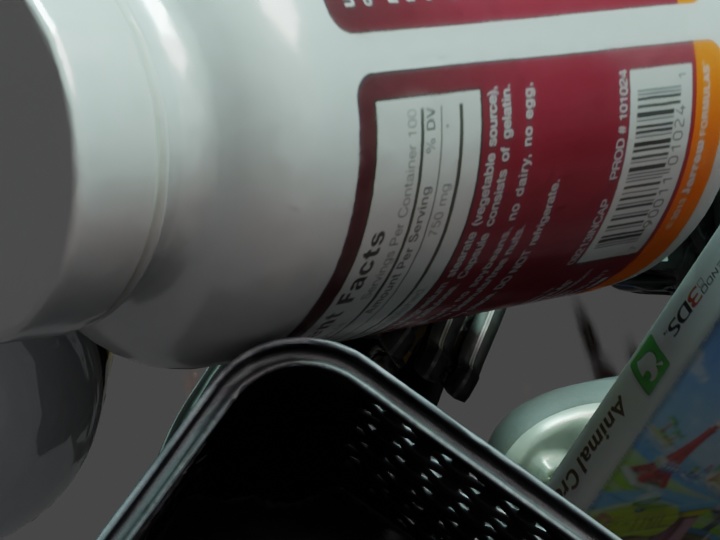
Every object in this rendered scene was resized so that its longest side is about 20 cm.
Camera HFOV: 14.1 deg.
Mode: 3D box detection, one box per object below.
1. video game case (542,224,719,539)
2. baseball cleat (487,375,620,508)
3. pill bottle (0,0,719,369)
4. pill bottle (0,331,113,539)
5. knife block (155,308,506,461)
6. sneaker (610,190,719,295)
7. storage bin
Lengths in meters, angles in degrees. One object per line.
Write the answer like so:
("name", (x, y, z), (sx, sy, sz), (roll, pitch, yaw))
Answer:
("video game case", (0.137, 0.055, 0.812), (0.199, 0.182, 0.022), (4, 40, -37))
("baseball cleat", (0.100, 0.054, 0.909), (0.199, 0.070, 0.106), (10, 24, -39))
("pill bottle", (-0.013, -0.039, 0.673), (0.199, 0.113, 0.113), (-9, 50, -43))
("pill bottle", (-0.113, -0.025, 0.774), (0.112, 0.112, 0.200), (24, 33, -13))
("knife block", (0.000, 0.000, 0.850), (0.064, 0.176, 0.200), (35, 4, -9))
("sneaker", (0.124, -0.006, 0.907), (0.111, 0.074, 0.200), (-4, 13, 9))
("storage bin", (0.019, 0.128, 0.639), (0.200, 0.094, 0.135), (35, 70, 6))
